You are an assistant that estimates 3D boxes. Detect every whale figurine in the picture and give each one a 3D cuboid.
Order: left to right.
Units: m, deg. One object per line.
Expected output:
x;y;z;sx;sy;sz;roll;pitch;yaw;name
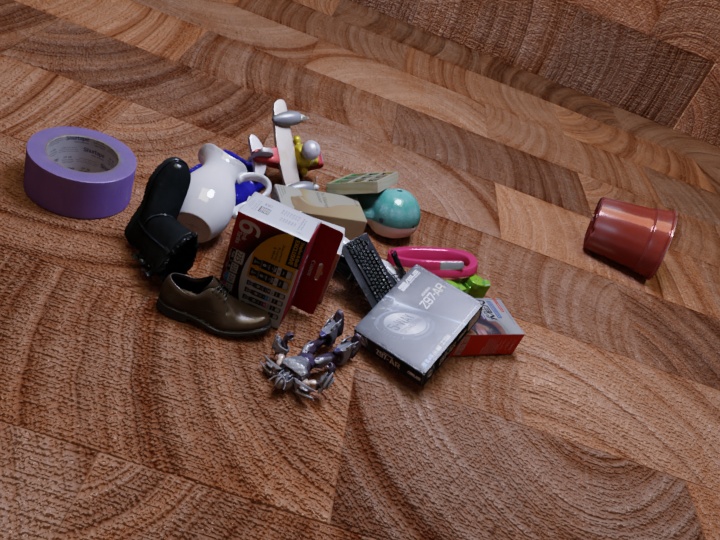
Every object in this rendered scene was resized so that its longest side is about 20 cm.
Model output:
0.052;-0.158;1.678;0.200;0.104;0.159;34;35;29;whale figurine

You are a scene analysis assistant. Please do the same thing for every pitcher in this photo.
-0.278;-0.145;1.421;0.171;0.122;0.201;18;48;-2;pitcher

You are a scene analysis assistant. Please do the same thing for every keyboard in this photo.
0.052;0.017;1.408;0.127;0.021;0.201;-30;91;-37;keyboard

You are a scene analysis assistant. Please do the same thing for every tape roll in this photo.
-0.543;-0.192;1.384;0.199;0.085;0.201;17;34;-12;tape roll

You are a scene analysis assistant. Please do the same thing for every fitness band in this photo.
0.157;-0.020;1.555;0.199;0.038;0.144;3;14;-6;fitness band

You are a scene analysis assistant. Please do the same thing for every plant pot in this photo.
0.728;-0.101;1.950;0.194;0.202;0.201;21;32;11;plant pot

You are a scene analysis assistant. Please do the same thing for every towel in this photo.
-0.302;-0.202;1.575;0.147;0.050;0.200;26;33;5;towel

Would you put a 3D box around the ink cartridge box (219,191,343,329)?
-0.145;-0.008;1.259;0.175;0.201;0.084;23;34;2;ink cartridge box

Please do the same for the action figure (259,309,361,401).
-0.083;0.146;1.207;0.130;0.070;0.200;40;39;16;action figure

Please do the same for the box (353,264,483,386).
0.109;0.097;1.332;0.160;0.044;0.200;32;57;23;box

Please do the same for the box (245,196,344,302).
-0.145;-0.040;1.377;0.199;0.125;0.098;18;34;-7;box

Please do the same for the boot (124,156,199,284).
-0.337;-0.085;1.268;0.073;0.199;0.162;24;12;-49;boot

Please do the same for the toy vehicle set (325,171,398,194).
0.008;-0.208;1.689;0.123;0.027;0.200;-1;14;17;toy vehicle set

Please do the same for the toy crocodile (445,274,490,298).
0.204;0.043;1.523;0.199;0.068;0.062;-9;44;-39;toy crocodile

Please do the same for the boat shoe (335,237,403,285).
0.000;0.000;1.458;0.199;0.072;0.068;35;47;5;boat shoe

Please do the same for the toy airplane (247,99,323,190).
-0.159;-0.265;1.627;0.200;0.140;0.200;54;40;-31;toy airplane

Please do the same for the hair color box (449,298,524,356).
0.218;0.112;1.440;0.199;0.064;0.111;1;40;-29;hair color box

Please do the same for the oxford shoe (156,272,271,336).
-0.243;0.057;1.219;0.199;0.085;0.073;17;32;-13;oxford shoe

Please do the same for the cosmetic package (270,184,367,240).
-0.096;-0.121;1.567;0.199;0.071;0.105;6;36;-25;cosmetic package
